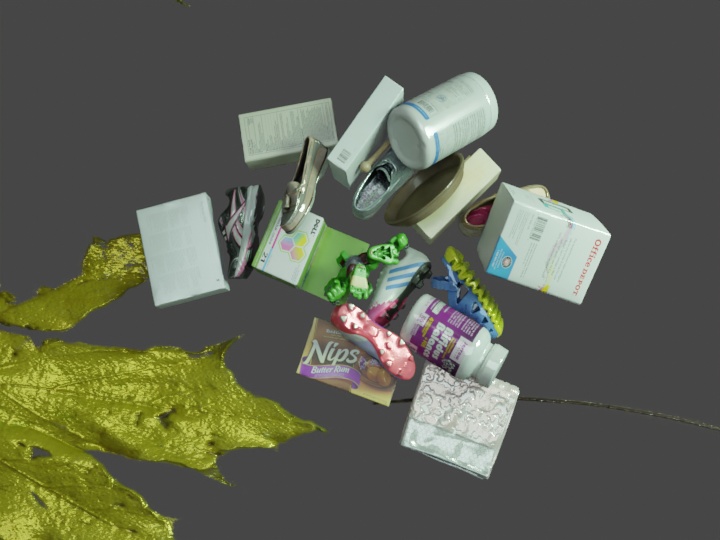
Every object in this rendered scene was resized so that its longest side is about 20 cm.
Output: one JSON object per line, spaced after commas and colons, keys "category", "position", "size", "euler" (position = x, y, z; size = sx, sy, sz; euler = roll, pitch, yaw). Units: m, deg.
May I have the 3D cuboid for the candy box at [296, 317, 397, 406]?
{"category": "candy box", "position": [-0.018, 0.182, 1.655], "size": [0.196, 0.056, 0.119], "euler": [20, 83, 4]}

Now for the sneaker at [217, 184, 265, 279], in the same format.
{"category": "sneaker", "position": [-0.253, -0.078, 1.701], "size": [0.084, 0.081, 0.204], "euler": [5, 72, 11]}

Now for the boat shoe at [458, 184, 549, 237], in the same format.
{"category": "boat shoe", "position": [0.294, -0.122, 1.675], "size": [0.196, 0.069, 0.075], "euler": [-23, 81, 0]}

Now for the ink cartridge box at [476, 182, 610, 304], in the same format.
{"category": "ink cartridge box", "position": [0.345, -0.054, 1.586], "size": [0.196, 0.146, 0.149], "euler": [18, 108, -6]}

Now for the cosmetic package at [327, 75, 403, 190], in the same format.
{"category": "cosmetic package", "position": [0.013, -0.273, 1.669], "size": [0.051, 0.151, 0.202], "euler": [34, 84, 9]}

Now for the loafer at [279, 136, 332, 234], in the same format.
{"category": "loafer", "position": [-0.120, -0.170, 1.627], "size": [0.063, 0.071, 0.203], "euler": [37, 63, -32]}

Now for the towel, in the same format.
{"category": "towel", "position": [0.194, 0.289, 1.642], "size": [0.196, 0.032, 0.195], "euler": [20, 83, 4]}

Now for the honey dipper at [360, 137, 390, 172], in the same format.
{"category": "honey dipper", "position": [0.066, -0.268, 1.691], "size": [0.038, 0.038, 0.201], "euler": [37, 66, 7]}

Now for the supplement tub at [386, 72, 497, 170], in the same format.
{"category": "supplement tub", "position": [0.162, -0.296, 1.644], "size": [0.198, 0.132, 0.133], "euler": [-30, 81, -27]}

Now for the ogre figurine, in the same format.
{"category": "ogre figurine", "position": [0.000, 0.000, 1.624], "size": [0.097, 0.120, 0.202], "euler": [36, 71, -14]}

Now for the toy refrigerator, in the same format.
{"category": "toy refrigerator", "position": [0.189, -0.150, 1.682], "size": [0.200, 0.076, 0.070], "euler": [-44, 82, -3]}

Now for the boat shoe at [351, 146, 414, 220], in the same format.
{"category": "boat shoe", "position": [0.053, -0.191, 1.695], "size": [0.070, 0.072, 0.202], "euler": [37, 85, 7]}

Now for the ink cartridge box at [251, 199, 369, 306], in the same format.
{"category": "ink cartridge box", "position": [-0.098, -0.033, 1.678], "size": [0.196, 0.076, 0.150], "euler": [22, 84, 7]}

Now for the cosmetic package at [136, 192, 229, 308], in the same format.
{"category": "cosmetic package", "position": [-0.362, -0.040, 1.698], "size": [0.147, 0.052, 0.204], "euler": [-14, 81, 2]}

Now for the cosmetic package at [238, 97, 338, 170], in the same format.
{"category": "cosmetic package", "position": [-0.145, -0.281, 1.717], "size": [0.195, 0.073, 0.106], "euler": [-9, 81, 2]}

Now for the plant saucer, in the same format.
{"category": "plant saucer", "position": [0.130, -0.154, 1.636], "size": [0.200, 0.200, 0.030], "euler": [-45, 109, -3]}

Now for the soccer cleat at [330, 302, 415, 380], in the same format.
{"category": "soccer cleat", "position": [0.024, 0.138, 1.607], "size": [0.199, 0.076, 0.067], "euler": [41, 69, -9]}

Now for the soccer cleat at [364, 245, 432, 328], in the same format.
{"category": "soccer cleat", "position": [0.058, 0.039, 1.673], "size": [0.200, 0.070, 0.086], "euler": [-47, 64, -4]}

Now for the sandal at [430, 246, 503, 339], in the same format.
{"category": "sandal", "position": [0.211, 0.054, 1.658], "size": [0.087, 0.079, 0.202], "euler": [-38, 81, 17]}

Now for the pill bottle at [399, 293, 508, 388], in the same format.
{"category": "pill bottle", "position": [0.183, 0.141, 1.610], "size": [0.198, 0.112, 0.114], "euler": [30, 84, 15]}
